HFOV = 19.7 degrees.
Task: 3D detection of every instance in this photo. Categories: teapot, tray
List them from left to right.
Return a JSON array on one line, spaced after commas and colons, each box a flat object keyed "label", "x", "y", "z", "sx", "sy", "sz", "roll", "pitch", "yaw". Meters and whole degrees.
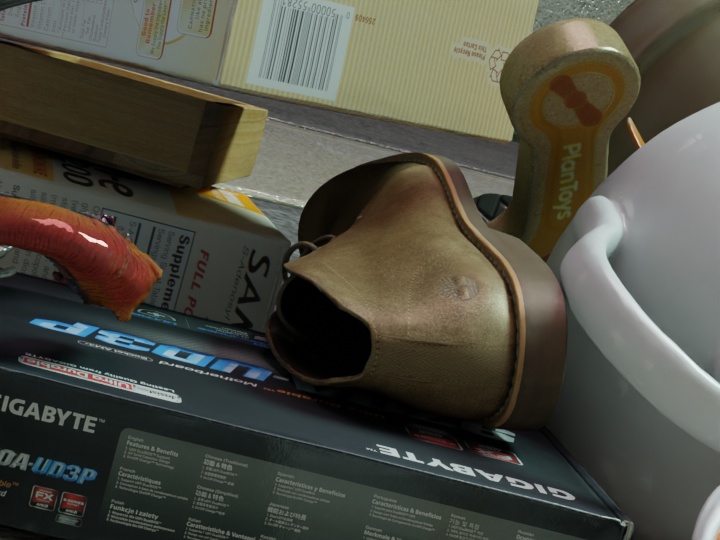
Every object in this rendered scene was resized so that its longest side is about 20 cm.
[{"label": "tray", "x": -0.098, "y": -0.064, "z": 0.866, "sx": 0.098, "sy": 0.037, "sz": 0.200, "roll": 15, "pitch": 4, "yaw": 1}, {"label": "teapot", "x": 0.158, "y": 0.042, "z": 0.710, "sx": 0.199, "sy": 0.198, "sz": 0.146, "roll": -17, "pitch": 42, "yaw": -13}]

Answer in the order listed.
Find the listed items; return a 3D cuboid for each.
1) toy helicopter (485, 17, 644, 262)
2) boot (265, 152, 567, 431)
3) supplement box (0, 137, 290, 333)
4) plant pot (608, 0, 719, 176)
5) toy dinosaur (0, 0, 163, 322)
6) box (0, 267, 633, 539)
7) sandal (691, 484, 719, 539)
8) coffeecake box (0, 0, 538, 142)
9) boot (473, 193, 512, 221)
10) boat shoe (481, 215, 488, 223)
[{"label": "toy helicopter", "x": 0.081, "y": -0.015, "z": 0.759, "sx": 0.131, "sy": 0.201, "sz": 0.079, "roll": -11, "pitch": 51, "yaw": -8}, {"label": "boot", "x": 0.000, "y": 0.000, "z": 0.700, "sx": 0.075, "sy": 0.074, "sz": 0.200, "roll": 3, "pitch": 12, "yaw": -17}, {"label": "supplement box", "x": -0.138, "y": -0.013, "z": 0.806, "sx": 0.199, "sy": 0.074, "sz": 0.126, "roll": 14, "pitch": 7, "yaw": -14}, {"label": "plant pot", "x": 0.216, "y": -0.034, "z": 1.023, "sx": 0.199, "sy": 0.201, "sz": 0.174, "roll": 13, "pitch": 31, "yaw": -23}, {"label": "toy dinosaur", "x": -0.151, "y": -0.005, "z": 0.612, "sx": 0.181, "sy": 0.200, "sz": 0.105, "roll": 24, "pitch": -29, "yaw": 48}, {"label": "box", "x": -0.032, "y": 0.055, "z": 0.651, "sx": 0.199, "sy": 0.046, "sz": 0.159, "roll": 15, "pitch": 8, "yaw": -10}, {"label": "sandal", "x": 0.181, "y": 0.098, "z": 0.611, "sx": 0.206, "sy": 0.080, "sz": 0.059, "roll": 12, "pitch": -23, "yaw": -35}, {"label": "coffeecake box", "x": -0.059, "y": -0.107, "z": 0.764, "sx": 0.199, "sy": 0.074, "sz": 0.153, "roll": 17, "pitch": 7, "yaw": 42}, {"label": "boot", "x": 0.157, "y": 0.016, "z": 1.294, "sx": 0.199, "sy": 0.068, "sz": 0.131, "roll": 25, "pitch": 5, "yaw": 12}, {"label": "boat shoe", "x": 0.047, "y": 0.015, "z": 1.010, "sx": 0.060, "sy": 0.072, "sz": 0.202, "roll": 20, "pitch": 15, "yaw": 15}]
